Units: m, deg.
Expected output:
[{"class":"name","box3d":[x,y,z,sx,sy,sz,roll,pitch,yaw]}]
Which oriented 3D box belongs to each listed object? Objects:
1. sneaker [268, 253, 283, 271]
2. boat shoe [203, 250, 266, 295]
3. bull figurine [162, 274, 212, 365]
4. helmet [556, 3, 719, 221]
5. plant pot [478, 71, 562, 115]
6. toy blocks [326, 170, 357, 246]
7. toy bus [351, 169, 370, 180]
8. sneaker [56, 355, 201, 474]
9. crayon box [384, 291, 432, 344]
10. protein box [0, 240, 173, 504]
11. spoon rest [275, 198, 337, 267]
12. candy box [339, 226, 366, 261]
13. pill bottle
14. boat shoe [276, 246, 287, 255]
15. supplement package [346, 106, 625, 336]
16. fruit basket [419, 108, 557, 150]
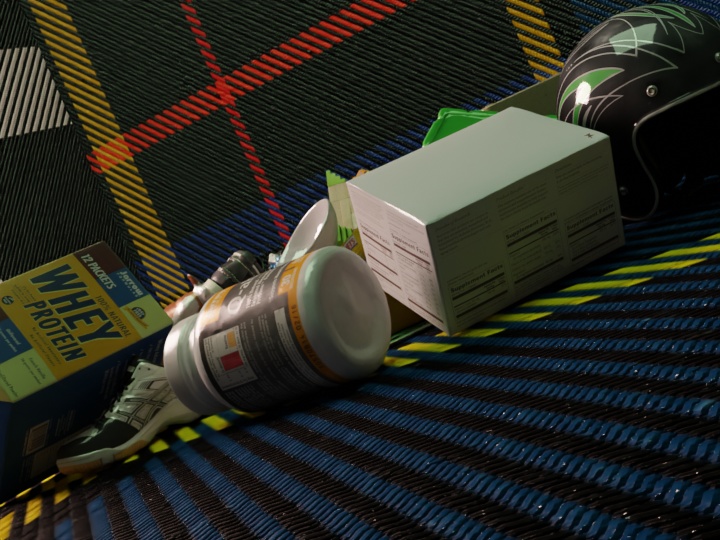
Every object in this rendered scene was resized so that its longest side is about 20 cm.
[{"class":"sneaker","box3d":[-0.070,0.031,1.288,0.085,0.076,0.200,-2,-20,-2]},{"class":"boat shoe","box3d":[-0.133,0.018,1.262,0.068,0.071,0.200,-57,-6,-4]},{"class":"bull figurine","box3d":[-0.240,0.094,1.330,0.202,0.065,0.121,-60,7,-16]},{"class":"helmet","box3d":[0.291,-0.168,1.046,0.196,0.194,0.201,-9,28,5]},{"class":"plant pot","box3d":[0.239,-0.155,1.420,0.197,0.179,0.200,-24,3,-8]},{"class":"toy blocks","box3d":[0.036,-0.049,1.331,0.134,0.203,0.100,-14,-33,9]},{"class":"toy bus","box3d":[0.061,-0.080,1.482,0.198,0.066,0.078,23,-1,-33]},{"class":"sneaker","box3d":[-0.236,0.138,1.096,0.198,0.089,0.075,-28,8,-30]},{"class":"crayon box","box3d":[0.019,0.041,1.091,0.124,0.052,0.200,-25,5,-1]},{"class":"protein box","box3d":[-0.338,0.111,1.145,0.199,0.135,0.200,-28,-26,-41]},{"class":"spoon rest","box3d":[-0.075,0.011,1.138,0.099,0.060,0.203,-23,46,60]},{"class":"candy box","box3d":[0.000,0.000,1.188,0.101,0.027,0.200,-1,-35,-41]},{"class":"pill bottle","box3d":[-0.078,0.061,0.939,0.198,0.118,0.116,-21,5,35]},{"class":"boat shoe","box3d":[-0.020,-0.022,1.440,0.196,0.067,0.075,7,40,-8]},{"class":"supplement package","box3d":[0.114,-0.054,0.969,0.198,0.112,0.155,-25,27,-19]},{"class":"fruit basket","box3d":[0.169,-0.082,1.210,0.214,0.216,0.157,-20,31,45]}]
